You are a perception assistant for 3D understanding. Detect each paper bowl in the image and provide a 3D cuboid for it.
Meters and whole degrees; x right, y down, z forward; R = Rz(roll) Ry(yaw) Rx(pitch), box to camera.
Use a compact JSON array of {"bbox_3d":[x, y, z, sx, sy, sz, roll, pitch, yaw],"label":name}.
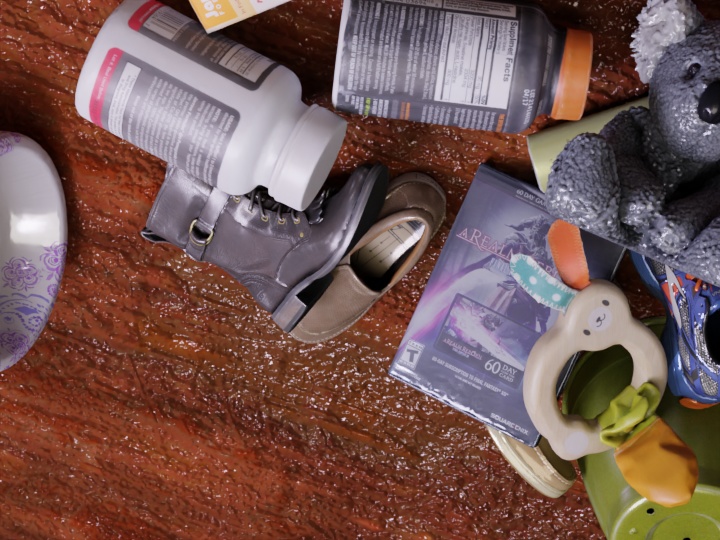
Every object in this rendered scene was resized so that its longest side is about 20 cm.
[{"bbox_3d":[-0.335,-0.020,1.636,0.104,0.201,0.201,10,126,21],"label":"paper bowl"}]

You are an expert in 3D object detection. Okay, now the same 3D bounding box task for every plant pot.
[{"bbox_3d":[0.276,0.177,1.722,0.199,0.193,0.201,2,124,4],"label":"plant pot"}]

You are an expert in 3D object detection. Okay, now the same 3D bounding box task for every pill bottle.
[{"bbox_3d":[-0.116,-0.128,1.569,0.199,0.111,0.111,28,123,7],"label":"pill bottle"},{"bbox_3d":[0.081,-0.165,1.561,0.199,0.106,0.107,8,124,-1],"label":"pill bottle"}]

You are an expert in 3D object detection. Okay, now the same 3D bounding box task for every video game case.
[{"bbox_3d":[0.125,0.029,1.668,0.142,0.019,0.201,26,102,13],"label":"video game case"}]

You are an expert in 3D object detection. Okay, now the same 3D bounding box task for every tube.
[{"bbox_3d":[0.237,-0.115,1.619,0.199,0.052,0.058,-15,160,9],"label":"tube"}]

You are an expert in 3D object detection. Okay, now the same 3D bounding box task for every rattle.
[{"bbox_3d":[0.193,0.075,1.581,0.130,0.143,0.201,-7,116,3],"label":"rattle"}]

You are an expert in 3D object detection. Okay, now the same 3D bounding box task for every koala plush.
[{"bbox_3d":[0.253,-0.106,1.532,0.177,0.184,0.201,23,93,3],"label":"koala plush"}]

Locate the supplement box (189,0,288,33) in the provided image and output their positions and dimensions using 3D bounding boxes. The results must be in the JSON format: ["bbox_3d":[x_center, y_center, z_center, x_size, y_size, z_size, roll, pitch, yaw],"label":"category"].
[{"bbox_3d":[-0.055,-0.281,1.513,0.199,0.074,0.126,-20,119,17],"label":"supplement box"}]

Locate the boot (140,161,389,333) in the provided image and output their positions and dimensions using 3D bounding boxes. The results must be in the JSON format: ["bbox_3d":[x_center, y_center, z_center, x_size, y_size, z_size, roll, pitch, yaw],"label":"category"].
[{"bbox_3d":[-0.086,-0.055,1.653,0.174,0.069,0.200,38,122,4],"label":"boot"}]

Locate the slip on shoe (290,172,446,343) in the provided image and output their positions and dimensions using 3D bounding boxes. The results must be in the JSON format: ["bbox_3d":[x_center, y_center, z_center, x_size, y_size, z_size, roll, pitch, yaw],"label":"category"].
[{"bbox_3d":[0.000,0.000,1.705,0.076,0.061,0.200,38,119,-19],"label":"slip on shoe"}]

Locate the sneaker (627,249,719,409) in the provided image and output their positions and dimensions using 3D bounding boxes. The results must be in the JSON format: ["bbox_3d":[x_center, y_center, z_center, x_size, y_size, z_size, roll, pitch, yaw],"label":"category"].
[{"bbox_3d":[0.283,0.013,1.643,0.078,0.075,0.201,-16,91,60],"label":"sneaker"}]

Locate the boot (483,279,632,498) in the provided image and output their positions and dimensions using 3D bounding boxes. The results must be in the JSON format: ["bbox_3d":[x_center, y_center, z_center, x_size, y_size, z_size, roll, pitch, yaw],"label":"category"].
[{"bbox_3d":[0.171,0.080,1.705,0.155,0.073,0.201,-31,81,19],"label":"boot"}]
